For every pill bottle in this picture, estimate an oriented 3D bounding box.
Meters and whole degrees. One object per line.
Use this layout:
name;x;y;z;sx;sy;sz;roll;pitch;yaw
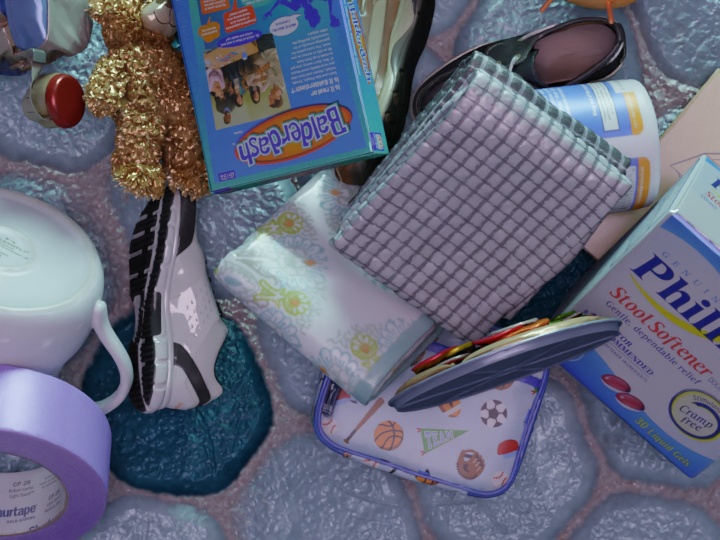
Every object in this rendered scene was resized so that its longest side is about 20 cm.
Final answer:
pill bottle;0.146;-0.097;1.666;0.199;0.112;0.113;-7;90;-6

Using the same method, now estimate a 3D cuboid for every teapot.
teapot;-0.314;0.036;1.664;0.196;0.200;0.147;-6;134;-34

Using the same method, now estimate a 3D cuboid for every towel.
towel;0.095;-0.056;1.574;0.165;0.086;0.200;34;117;-16
towel;0.000;0.000;1.660;0.171;0.048;0.200;38;54;12

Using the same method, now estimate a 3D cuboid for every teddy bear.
teddy bear;-0.174;-0.154;1.679;0.144;0.067;0.201;13;71;-25

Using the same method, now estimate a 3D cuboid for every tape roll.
tape roll;-0.309;0.161;1.638;0.199;0.201;0.066;0;52;-1

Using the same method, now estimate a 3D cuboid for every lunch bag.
lunch bag;0.057;0.101;1.705;0.199;0.076;0.161;20;88;-2

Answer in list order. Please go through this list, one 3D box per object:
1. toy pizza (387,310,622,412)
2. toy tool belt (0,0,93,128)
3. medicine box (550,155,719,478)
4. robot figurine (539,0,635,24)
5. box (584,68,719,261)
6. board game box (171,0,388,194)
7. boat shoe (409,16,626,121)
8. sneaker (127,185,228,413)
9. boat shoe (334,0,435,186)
toy pizza;0.113;0.067;1.576;0.199;0.200;0.032;-19;80;-1
toy tool belt;-0.297;-0.217;1.691;0.122;0.125;0.201;-4;87;30
medicine box;0.283;0.041;1.643;0.182;0.103;0.200;41;132;0
robot figurine;0.212;-0.313;1.686;0.143;0.117;0.201;16;89;-3
box;0.311;-0.050;1.733;0.163;0.021;0.200;42;90;0
board game box;-0.071;-0.177;1.634;0.151;0.045;0.201;-12;88;18
boat shoe;0.136;-0.173;1.709;0.199;0.068;0.072;-19;90;2
sneaker;-0.157;0.025;1.713;0.080;0.074;0.201;6;85;-29
boat shoe;0.007;-0.169;1.697;0.073;0.076;0.201;12;69;12
